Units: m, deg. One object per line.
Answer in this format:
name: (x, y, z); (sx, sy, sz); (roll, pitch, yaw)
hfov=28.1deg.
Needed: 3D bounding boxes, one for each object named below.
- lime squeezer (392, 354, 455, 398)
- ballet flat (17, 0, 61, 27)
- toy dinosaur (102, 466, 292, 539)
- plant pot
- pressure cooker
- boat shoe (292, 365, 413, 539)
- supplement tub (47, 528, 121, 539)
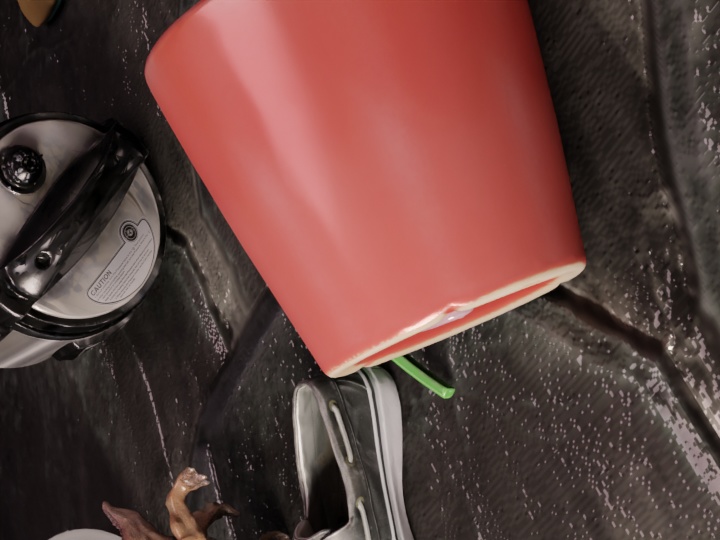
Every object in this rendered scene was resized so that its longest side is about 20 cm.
lime squeezer: (0.000, 0.000, 0.885); (0.070, 0.038, 0.202); (-27, 67, 18)
ballet flat: (-0.267, -0.290, 1.190); (0.069, 0.062, 0.201); (58, 135, 33)
toy dinosaur: (-0.095, 0.217, 0.928); (0.086, 0.198, 0.137); (109, -173, -68)
plant pot: (0.014, -0.055, 0.722); (0.200, 0.199, 0.179); (-30, 80, 50)
pressure cooker: (-0.246, -0.023, 1.087); (0.199, 0.177, 0.178); (-24, 71, 52)
boat shoe: (-0.011, 0.158, 0.871); (0.072, 0.070, 0.203); (-14, 82, 53)
supplement tub: (-0.245, 0.302, 1.139); (0.200, 0.144, 0.146); (-48, 56, 44)
